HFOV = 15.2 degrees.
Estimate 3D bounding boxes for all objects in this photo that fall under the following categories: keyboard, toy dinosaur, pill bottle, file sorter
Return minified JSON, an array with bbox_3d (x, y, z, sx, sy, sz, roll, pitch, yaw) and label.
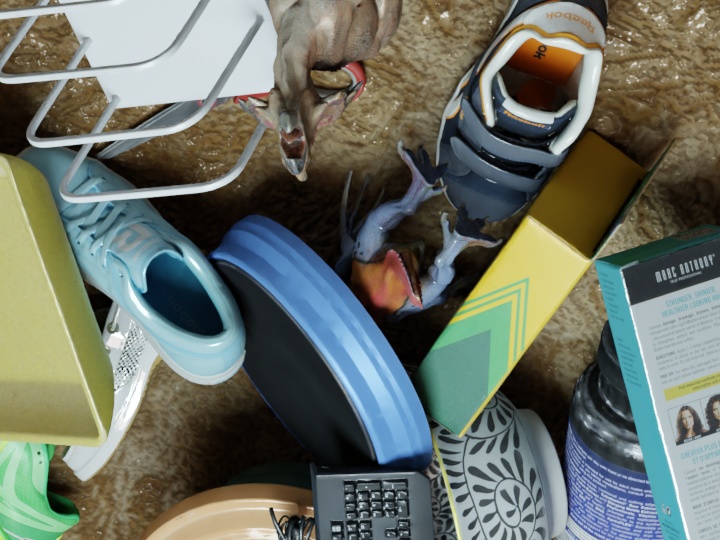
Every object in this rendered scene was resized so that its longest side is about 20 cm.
[{"bbox_3d":[-0.004,0.208,1.723,0.104,0.040,0.200,1,127,7],"label":"keyboard"},{"bbox_3d":[-0.013,-0.144,1.578,0.086,0.200,0.136,11,122,40],"label":"toy dinosaur"},{"bbox_3d":[0.000,0.000,1.697,0.105,0.200,0.181,46,126,4],"label":"toy dinosaur"},{"bbox_3d":[0.191,0.122,1.788,0.112,0.112,0.200,7,130,3],"label":"pill bottle"},{"bbox_3d":[-0.145,-0.151,1.594,0.139,0.125,0.200,-4,130,27],"label":"file sorter"}]

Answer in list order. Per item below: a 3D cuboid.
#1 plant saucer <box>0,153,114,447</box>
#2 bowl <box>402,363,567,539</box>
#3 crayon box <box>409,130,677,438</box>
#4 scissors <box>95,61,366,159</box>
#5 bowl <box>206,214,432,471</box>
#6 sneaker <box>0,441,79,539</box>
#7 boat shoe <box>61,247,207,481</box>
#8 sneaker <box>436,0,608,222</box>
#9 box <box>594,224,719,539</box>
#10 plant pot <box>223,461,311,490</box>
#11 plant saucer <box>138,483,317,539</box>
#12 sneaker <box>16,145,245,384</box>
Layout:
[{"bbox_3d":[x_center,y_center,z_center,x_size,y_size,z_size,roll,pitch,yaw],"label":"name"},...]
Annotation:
[{"bbox_3d":[-0.241,0.011,1.740,0.200,0.048,0.200,0,114,46],"label":"plant saucer"},{"bbox_3d":[0.080,0.146,1.800,0.094,0.201,0.201,-13,130,-13],"label":"bowl"},{"bbox_3d":[0.111,-0.002,1.686,0.052,0.126,0.200,36,126,2],"label":"crayon box"},{"bbox_3d":[-0.090,-0.119,1.701,0.200,0.014,0.073,-12,128,18],"label":"scissors"},{"bbox_3d":[-0.031,0.057,1.729,0.039,0.201,0.201,-35,126,-17],"label":"bowl"},{"bbox_3d":[-0.260,0.114,1.886,0.084,0.074,0.200,-27,120,-3],"label":"sneaker"},{"bbox_3d":[-0.169,0.054,1.817,0.069,0.071,0.200,23,119,-9],"label":"boat shoe"},{"bbox_3d":[0.094,-0.094,1.652,0.078,0.079,0.200,16,131,-5],"label":"sneaker"},{"bbox_3d":[0.212,0.078,1.670,0.082,0.049,0.200,-17,100,-14],"label":"box"},{"bbox_3d":[-0.055,0.220,1.887,0.200,0.134,0.200,4,128,5],"label":"plant pot"},{"bbox_3d":[-0.059,0.225,1.788,0.200,0.032,0.200,3,127,4],"label":"plant saucer"},{"bbox_3d":[-0.143,-0.016,1.711,0.200,0.074,0.082,41,160,5],"label":"sneaker"}]
